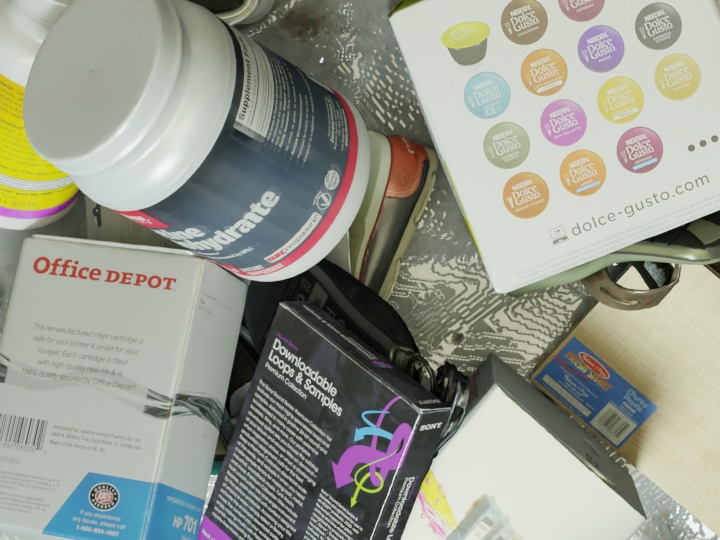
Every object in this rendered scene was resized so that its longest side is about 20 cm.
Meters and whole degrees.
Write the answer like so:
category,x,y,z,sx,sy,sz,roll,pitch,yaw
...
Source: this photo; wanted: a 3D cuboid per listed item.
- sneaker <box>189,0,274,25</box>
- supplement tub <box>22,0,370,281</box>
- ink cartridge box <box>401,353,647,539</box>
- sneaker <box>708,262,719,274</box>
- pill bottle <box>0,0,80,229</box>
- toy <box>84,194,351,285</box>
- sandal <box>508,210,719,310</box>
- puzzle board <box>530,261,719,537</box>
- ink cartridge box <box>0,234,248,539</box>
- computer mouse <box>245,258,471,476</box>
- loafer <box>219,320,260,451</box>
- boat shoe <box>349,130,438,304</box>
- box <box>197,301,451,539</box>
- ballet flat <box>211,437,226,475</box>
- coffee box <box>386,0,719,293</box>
category,x,y,z,sx,sy,sz,roll,pitch,yaw
sneaker,-0.160,-0.208,1.556,0.199,0.116,0.074,8,99,1
supplement tub,-0.102,-0.088,1.449,0.200,0.140,0.141,28,99,-43
ink cartridge box,0.081,0.183,1.585,0.145,0.145,0.200,42,96,-3
sneaker,0.319,-0.037,1.600,0.199,0.076,0.071,-4,142,17
pill bottle,-0.218,-0.128,1.528,0.104,0.104,0.200,25,133,-2
toy,-0.098,-0.048,1.599,0.199,0.047,0.116,-2,96,23
sandal,0.183,-0.001,1.556,0.080,0.201,0.058,-26,98,-39
puzzle board,0.244,0.086,1.619,0.200,0.017,0.151,39,112,-3
ink cartridge box,-0.172,0.088,1.540,0.146,0.086,0.201,6,77,25
computer mouse,-0.002,0.066,1.519,0.200,0.053,0.139,47,122,30
loafer,-0.070,0.098,1.576,0.068,0.071,0.201,-31,65,-24
boat shoe,0.000,0.000,1.606,0.062,0.071,0.201,12,98,-40
box,-0.029,0.140,1.489,0.143,0.036,0.201,37,117,36
ballet flat,-0.185,0.125,1.631,0.199,0.069,0.070,-7,97,0
coffee box,0.142,-0.120,1.518,0.199,0.200,0.199,-21,96,3
